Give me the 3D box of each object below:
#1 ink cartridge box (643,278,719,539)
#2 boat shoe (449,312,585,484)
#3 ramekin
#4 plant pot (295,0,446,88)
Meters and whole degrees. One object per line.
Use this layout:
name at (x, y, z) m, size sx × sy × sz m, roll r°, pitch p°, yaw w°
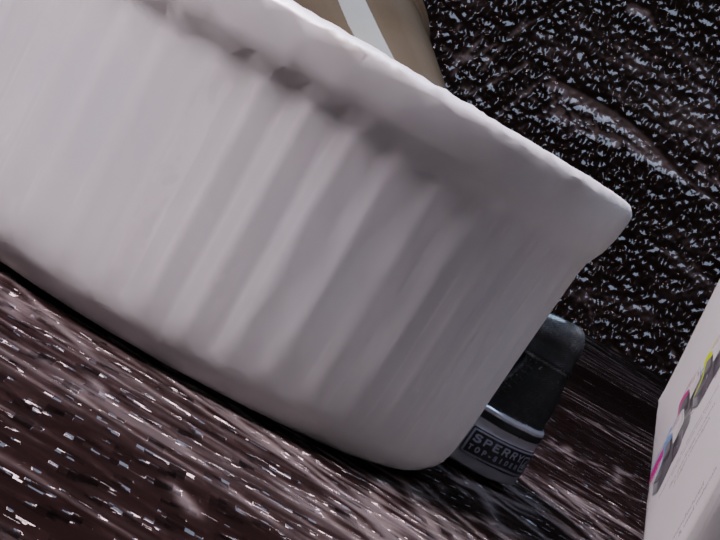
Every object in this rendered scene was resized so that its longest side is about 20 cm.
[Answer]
ink cartridge box at (0.148, 0.057, 0.632) m, size 0.115 × 0.068 × 0.200 m, roll 25°, pitch 22°, yaw 1°
boat shoe at (-0.002, -0.001, 0.758) m, size 0.073 × 0.068 × 0.199 m, roll 28°, pitch 4°, yaw -42°
ramekin at (-0.031, -0.026, 0.629) m, size 0.200 × 0.098 × 0.200 m, roll 29°, pitch 3°, yaw -2°
plant pot at (-0.017, -0.111, 1.524) m, size 0.200 × 0.200 × 0.174 m, roll 27°, pitch 21°, yaw -44°
